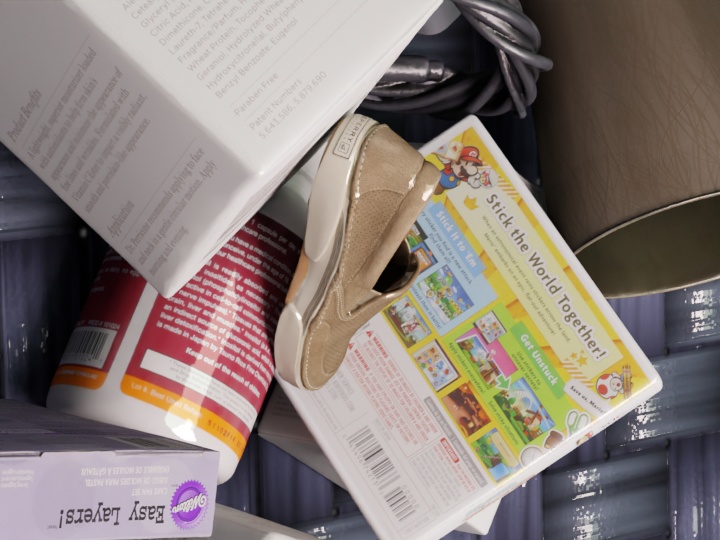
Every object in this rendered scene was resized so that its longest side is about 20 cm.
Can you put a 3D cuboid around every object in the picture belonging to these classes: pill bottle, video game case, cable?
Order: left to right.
[{"bbox_3d":[-0.088,0.009,1.661,0.113,0.113,0.201,35,70,-40],"label":"pill bottle"},{"bbox_3d":[0.017,-0.141,1.710,0.200,0.163,0.051,40,46,-29],"label":"cable"},{"bbox_3d":[0.043,0.037,1.707,0.182,0.200,0.023,-34,158,-1],"label":"video game case"}]

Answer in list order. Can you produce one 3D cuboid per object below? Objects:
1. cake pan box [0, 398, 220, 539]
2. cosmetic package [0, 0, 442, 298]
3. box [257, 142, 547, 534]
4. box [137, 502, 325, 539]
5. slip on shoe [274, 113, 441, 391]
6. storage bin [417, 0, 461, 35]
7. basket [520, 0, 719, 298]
[{"bbox_3d":[-0.198,0.099,1.515,0.200,0.184,0.053,2,97,-45],"label":"cake pan box"},{"bbox_3d":[-0.099,-0.130,1.547,0.200,0.165,0.165,44,59,0],"label":"cosmetic package"},{"bbox_3d":[0.043,0.039,1.803,0.124,0.097,0.201,37,69,-39],"label":"box"},{"bbox_3d":[-0.064,0.239,1.655,0.200,0.171,0.200,21,85,-43],"label":"box"},{"bbox_3d":[0.000,0.000,1.610,0.200,0.060,0.076,104,11,-45],"label":"slip on shoe"},{"bbox_3d":[0.052,-0.238,1.768,0.200,0.145,0.135,-46,133,-31],"label":"storage bin"},{"bbox_3d":[0.172,-0.104,1.791,0.180,0.136,0.201,-12,68,-13],"label":"basket"}]
